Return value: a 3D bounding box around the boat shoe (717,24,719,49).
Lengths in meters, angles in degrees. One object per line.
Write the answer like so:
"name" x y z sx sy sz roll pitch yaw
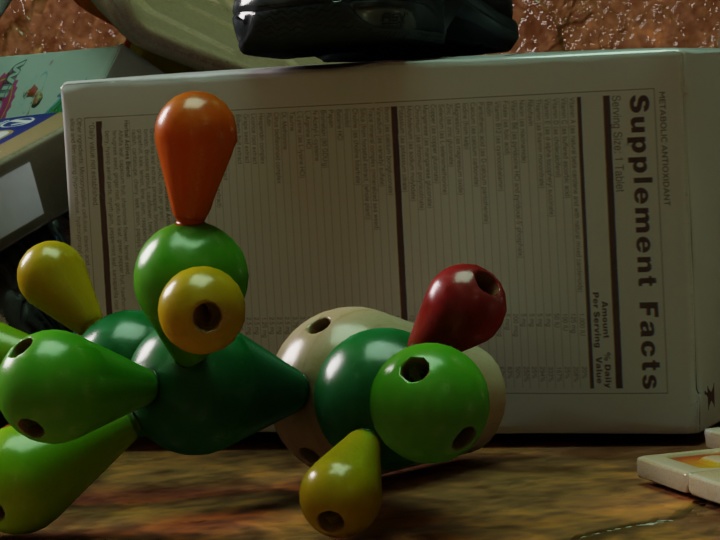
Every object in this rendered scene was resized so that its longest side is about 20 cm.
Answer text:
"boat shoe" 0.144 -0.035 0.790 0.070 0.200 0.070 -13 50 -22

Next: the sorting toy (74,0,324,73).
"sorting toy" -0.051 -0.093 0.998 0.200 0.037 0.185 24 12 -29

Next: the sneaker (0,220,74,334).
"sneaker" -0.131 0.024 0.832 0.077 0.076 0.200 -23 3 -6

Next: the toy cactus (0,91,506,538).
"toy cactus" -0.030 0.021 0.601 0.200 0.103 0.165 -12 -13 41

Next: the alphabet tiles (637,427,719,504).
"alphabet tiles" 0.166 0.045 0.553 0.166 0.006 0.200 -5 4 -15

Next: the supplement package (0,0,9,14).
"supplement package" -0.225 -0.112 0.946 0.109 0.114 0.200 -25 19 13

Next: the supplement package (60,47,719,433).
"supplement package" 0.022 -0.010 0.736 0.199 0.114 0.109 -1 5 23

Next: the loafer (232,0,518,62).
"loafer" 0.010 -0.105 0.759 0.073 0.073 0.200 -4 2 11

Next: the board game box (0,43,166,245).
"board game box" -0.106 -0.027 0.997 0.147 0.064 0.200 35 -17 -30

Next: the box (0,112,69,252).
"box" -0.198 -0.013 0.777 0.200 0.032 0.121 -7 16 27
